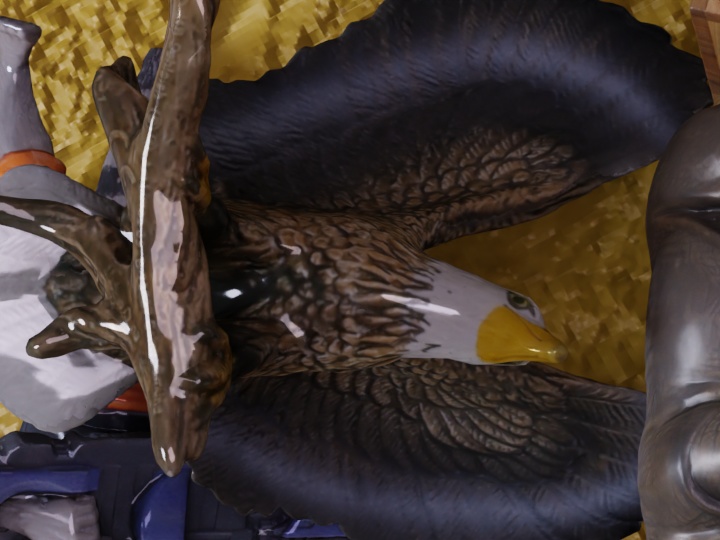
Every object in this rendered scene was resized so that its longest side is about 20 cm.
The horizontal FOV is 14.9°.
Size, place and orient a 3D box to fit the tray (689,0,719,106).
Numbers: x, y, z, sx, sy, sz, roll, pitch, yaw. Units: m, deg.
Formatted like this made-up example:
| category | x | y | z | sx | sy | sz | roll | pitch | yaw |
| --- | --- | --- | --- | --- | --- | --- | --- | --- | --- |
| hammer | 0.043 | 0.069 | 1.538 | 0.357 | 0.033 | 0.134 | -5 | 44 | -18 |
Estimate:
| category | x | y | z | sx | sy | sz | roll | pitch | yaw |
| --- | --- | --- | --- | --- | --- | --- | --- | --- | --- |
| tray | 0.135 | -0.142 | 0.748 | 0.037 | 0.099 | 0.201 | 13 | 78 | 16 |

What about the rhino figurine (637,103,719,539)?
| category | x | y | z | sx | sy | sz | roll | pitch | yaw |
| --- | --- | --- | --- | --- | --- | --- | --- | --- | --- |
| rhino figurine | 0.101 | 0.043 | 0.679 | 0.060 | 0.087 | 0.201 | 16 | 72 | -28 |

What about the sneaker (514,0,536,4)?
| category | x | y | z | sx | sy | sz | roll | pitch | yaw |
| --- | --- | --- | --- | --- | --- | --- | --- | --- | --- |
| sneaker | 0.033 | -0.168 | 0.782 | 0.082 | 0.071 | 0.200 | 2 | 122 | 17 |

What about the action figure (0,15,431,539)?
| category | x | y | z | sx | sy | sz | roll | pitch | yaw |
| --- | --- | --- | --- | --- | --- | --- | --- | --- | --- |
| action figure | -0.044 | 0.037 | 0.812 | 0.199 | 0.105 | 0.194 | 10 | 95 | -26 |

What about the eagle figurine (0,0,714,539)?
| category | x | y | z | sx | sy | sz | roll | pitch | yaw |
| --- | --- | --- | --- | --- | --- | --- | --- | --- | --- |
| eagle figurine | 0.005 | 0.004 | 0.731 | 0.151 | 0.200 | 0.152 | 50 | 117 | 24 |
